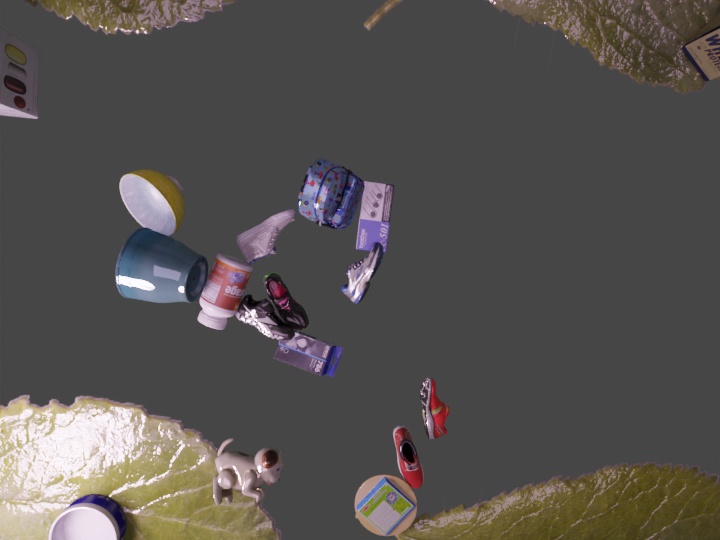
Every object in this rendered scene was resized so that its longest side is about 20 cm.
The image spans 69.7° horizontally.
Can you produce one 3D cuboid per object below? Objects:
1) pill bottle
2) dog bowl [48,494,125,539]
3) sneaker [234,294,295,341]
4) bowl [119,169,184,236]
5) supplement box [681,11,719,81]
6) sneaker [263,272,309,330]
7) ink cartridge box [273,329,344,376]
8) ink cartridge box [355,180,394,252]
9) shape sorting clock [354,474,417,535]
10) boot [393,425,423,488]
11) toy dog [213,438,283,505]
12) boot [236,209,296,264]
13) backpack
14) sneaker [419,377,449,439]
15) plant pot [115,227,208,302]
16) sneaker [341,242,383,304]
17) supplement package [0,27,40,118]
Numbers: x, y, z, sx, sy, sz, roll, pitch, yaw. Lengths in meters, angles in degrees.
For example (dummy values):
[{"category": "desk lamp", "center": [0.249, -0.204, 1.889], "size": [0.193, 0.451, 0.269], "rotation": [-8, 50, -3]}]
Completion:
[{"category": "pill bottle", "center": [-0.399, 0.063, 1.507], "size": [0.111, 0.112, 0.203], "rotation": [22, 94, -5]}, {"category": "dog bowl", "center": [-0.819, 0.789, 1.560], "size": [0.196, 0.079, 0.204], "rotation": [0, 95, -3]}, {"category": "sneaker", "center": [-0.275, 0.133, 1.516], "size": [0.198, 0.066, 0.092], "rotation": [25, 111, 12]}, {"category": "bowl", "center": [-0.565, -0.208, 1.464], "size": [0.200, 0.200, 0.108], "rotation": [42, 49, -6]}, {"category": "supplement box", "center": [1.099, -0.689, 1.489], "size": [0.199, 0.200, 0.135], "rotation": [-43, 96, 0]}, {"category": "sneaker", "center": [-0.227, 0.099, 1.534], "size": [0.076, 0.084, 0.201], "rotation": [-37, 96, 1]}, {"category": "ink cartridge box", "center": [-0.156, 0.252, 1.575], "size": [0.197, 0.039, 0.101], "rotation": [20, 93, -6]}, {"category": "ink cartridge box", "center": [0.043, -0.160, 1.548], "size": [0.092, 0.044, 0.204], "rotation": [7, 95, -2]}, {"category": "shape sorting clock", "center": [0.080, 0.738, 1.629], "size": [0.196, 0.039, 0.204], "rotation": [0, 100, 2]}, {"category": "boot", "center": [0.153, 0.591, 1.570], "size": [0.071, 0.144, 0.203], "rotation": [-18, 97, -3]}, {"category": "toy dog", "center": [-0.328, 0.600, 1.560], "size": [0.196, 0.140, 0.197], "rotation": [-13, 59, -1]}, {"category": "boot", "center": [-0.261, -0.095, 1.516], "size": [0.198, 0.074, 0.097], "rotation": [-28, 82, 8]}, {"category": "backpack", "center": [-0.087, -0.214, 1.447], "size": [0.133, 0.200, 0.185], "rotation": [23, 93, 14]}, {"category": "sneaker", "center": [0.233, 0.421, 1.602], "size": [0.083, 0.077, 0.204], "rotation": [-9, 106, -8]}, {"category": "plant pot", "center": [-0.533, 0.000, 1.431], "size": [0.185, 0.200, 0.204], "rotation": [13, 94, 7]}, {"category": "sneaker", "center": [0.000, 0.000, 1.530], "size": [0.084, 0.077, 0.202], "rotation": [29, 110, 8]}, {"category": "supplement package", "center": [-0.980, -0.528, 1.377], "size": [0.144, 0.200, 0.195], "rotation": [4, 95, -4]}]
